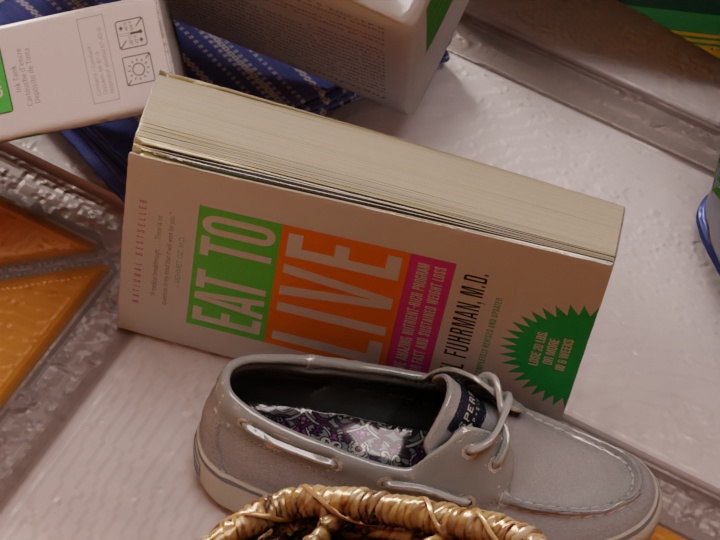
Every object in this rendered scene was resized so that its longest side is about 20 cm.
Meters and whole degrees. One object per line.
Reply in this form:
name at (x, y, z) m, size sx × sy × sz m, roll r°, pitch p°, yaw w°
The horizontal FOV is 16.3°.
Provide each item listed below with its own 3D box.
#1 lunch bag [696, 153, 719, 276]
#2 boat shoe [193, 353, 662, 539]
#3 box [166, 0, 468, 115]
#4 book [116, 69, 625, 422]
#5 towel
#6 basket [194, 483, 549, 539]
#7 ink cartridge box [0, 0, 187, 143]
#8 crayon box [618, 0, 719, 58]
lunch bag at (0.266, -0.016, 1.168) m, size 0.199 × 0.076 × 0.160 m, roll -8°, pitch 47°, yaw -19°
boat shoe at (0.031, 0.076, 1.042) m, size 0.200 × 0.072 × 0.070 m, roll 9°, pitch 49°, yaw -4°
box at (-0.026, -0.208, 1.129) m, size 0.199 × 0.171 × 0.200 m, roll 24°, pitch 81°, yaw 4°
book at (0.000, 0.000, 1.061) m, size 0.199 × 0.134 × 0.048 m, roll 14°, pitch 51°, yaw 2°
towel at (-0.072, -0.112, 1.220) m, size 0.200 × 0.024 × 0.145 m, roll -28°, pitch 58°, yaw -32°
basket at (-0.041, 0.160, 0.906) m, size 0.143 × 0.149 × 0.200 m, roll 33°, pitch 52°, yaw 16°
ink cartridge box at (-0.177, -0.075, 1.097) m, size 0.199 × 0.109 × 0.051 m, roll -13°, pitch 94°, yaw -1°
crayon box at (0.158, -0.209, 1.276) m, size 0.172 × 0.058 × 0.200 m, roll 27°, pitch 43°, yaw -27°
